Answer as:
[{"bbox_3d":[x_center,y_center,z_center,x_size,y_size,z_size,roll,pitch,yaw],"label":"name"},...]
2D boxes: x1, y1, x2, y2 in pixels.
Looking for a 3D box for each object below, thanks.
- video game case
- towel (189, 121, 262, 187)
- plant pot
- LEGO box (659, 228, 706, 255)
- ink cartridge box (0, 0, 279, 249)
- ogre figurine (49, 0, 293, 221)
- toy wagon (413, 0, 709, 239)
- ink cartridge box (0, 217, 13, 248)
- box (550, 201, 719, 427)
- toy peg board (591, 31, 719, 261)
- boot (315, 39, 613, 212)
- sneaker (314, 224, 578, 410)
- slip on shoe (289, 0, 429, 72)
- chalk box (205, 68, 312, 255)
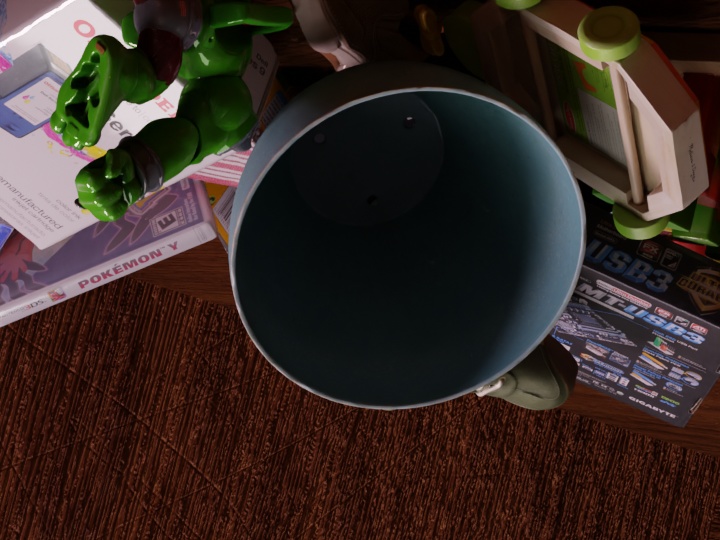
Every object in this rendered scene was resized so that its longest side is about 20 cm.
[{"bbox_3d":[-0.210,-0.062,1.573,0.182,0.200,0.023,-22,135,4],"label":"video game case"},{"bbox_3d":[-0.133,-0.100,1.433,0.146,0.030,0.200,11,169,5],"label":"towel"},{"bbox_3d":[0.016,-0.040,1.203,0.200,0.200,0.135,17,-156,-19],"label":"plant pot"},{"bbox_3d":[0.257,-0.015,1.593,0.200,0.077,0.149,10,-178,27],"label":"LEGO box"},{"bbox_3d":[-0.172,-0.114,1.272,0.200,0.088,0.145,-23,128,36],"label":"ink cartridge box"},{"bbox_3d":[-0.107,-0.131,1.122,0.120,0.200,0.098,-3,161,-44],"label":"ogre figurine"},{"bbox_3d":[0.110,-0.107,1.172,0.200,0.040,0.155,37,157,36],"label":"toy wagon"},{"bbox_3d":[-0.293,-0.110,1.571,0.094,0.200,0.044,22,135,-19],"label":"ink cartridge box"},{"bbox_3d":[0.152,0.019,1.387,0.200,0.050,0.199,24,158,6],"label":"box"},{"bbox_3d":[0.252,-0.063,1.248,0.199,0.098,0.200,8,171,41],"label":"toy peg board"},{"bbox_3d":[0.058,-0.070,1.433,0.200,0.077,0.168,25,143,-30],"label":"boot"},{"bbox_3d":[0.037,0.056,1.296,0.200,0.090,0.067,29,143,-11],"label":"sneaker"},{"bbox_3d":[-0.004,-0.155,1.215,0.061,0.076,0.200,-27,155,6],"label":"slip on shoe"},{"bbox_3d":[-0.002,-0.046,1.605,0.200,0.124,0.125,18,-154,-40],"label":"chalk box"}]
